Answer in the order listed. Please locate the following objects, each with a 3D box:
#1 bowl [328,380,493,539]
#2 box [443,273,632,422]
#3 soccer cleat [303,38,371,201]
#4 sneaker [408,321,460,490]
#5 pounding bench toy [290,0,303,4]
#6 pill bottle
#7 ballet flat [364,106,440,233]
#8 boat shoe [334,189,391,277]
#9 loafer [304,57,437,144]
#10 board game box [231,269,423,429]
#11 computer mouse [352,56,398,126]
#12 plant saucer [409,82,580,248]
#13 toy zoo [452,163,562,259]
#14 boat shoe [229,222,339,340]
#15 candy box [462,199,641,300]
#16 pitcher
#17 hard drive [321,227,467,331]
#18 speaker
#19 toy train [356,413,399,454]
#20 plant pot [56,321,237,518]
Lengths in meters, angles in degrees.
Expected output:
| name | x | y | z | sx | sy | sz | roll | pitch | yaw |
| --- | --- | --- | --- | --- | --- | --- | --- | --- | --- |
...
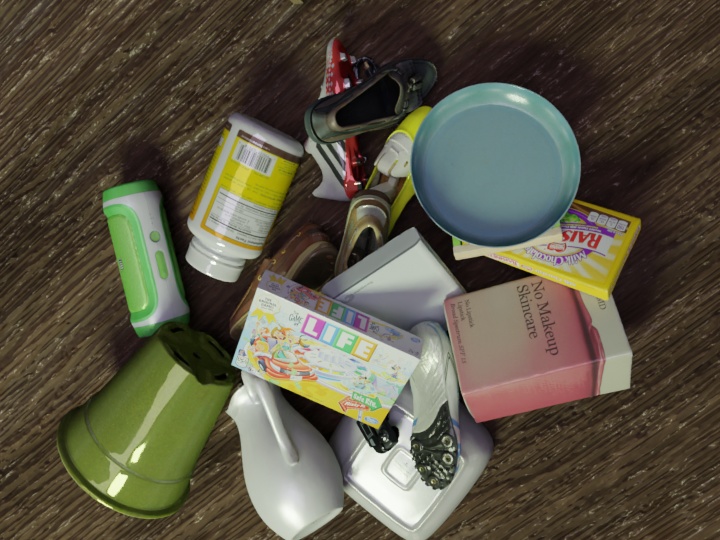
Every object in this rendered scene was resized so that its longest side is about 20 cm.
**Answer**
| name | x | y | z | sx | sy | sz | roll | pitch | yaw |
| --- | --- | --- | --- | --- | --- | --- | --- | --- | --- |
| bowl | 0.060 | 0.251 | 0.918 | 0.198 | 0.075 | 0.202 | 37 | 101 | 6 |
| box | 0.212 | 0.088 | 0.828 | 0.195 | 0.109 | 0.131 | -16 | 57 | 12 |
| soccer cleat | -0.038 | -0.191 | 0.887 | 0.083 | 0.069 | 0.206 | -2 | 103 | 21 |
| sneaker | 0.096 | 0.165 | 0.850 | 0.070 | 0.072 | 0.206 | -7 | 86 | 33 |
| pounding bench toy | -0.033 | -0.453 | 0.829 | 0.151 | 0.124 | 0.206 | -4 | 96 | 10 |
| pill bottle | -0.158 | -0.093 | 0.900 | 0.107 | 0.109 | 0.204 | 27 | 100 | 6 |
| ballet flat | 0.036 | -0.111 | 0.858 | 0.067 | 0.066 | 0.203 | 42 | 120 | 28 |
| boat shoe | 0.000 | 0.000 | 0.853 | 0.069 | 0.077 | 0.203 | 3 | 134 | 2 |
| loafer | 0.026 | -0.205 | 0.828 | 0.198 | 0.062 | 0.073 | -32 | 110 | -25 |
| board game box | -0.042 | 0.095 | 0.795 | 0.196 | 0.035 | 0.136 | 23 | 128 | -3 |
| computer mouse | 0.049 | -0.190 | 0.890 | 0.058 | 0.034 | 0.202 | -35 | 89 | 13 |
| plant saucer | 0.155 | -0.121 | 0.798 | 0.194 | 0.027 | 0.206 | -2 | 74 | 5 |
| toy zoo | 0.167 | -0.120 | 0.840 | 0.128 | 0.021 | 0.205 | -10 | 66 | 14 |
| boat shoe | -0.110 | 0.018 | 0.932 | 0.200 | 0.071 | 0.068 | -44 | 54 | 20 |
| candy box | 0.221 | -0.045 | 0.821 | 0.197 | 0.026 | 0.104 | 22 | 73 | 30 |
| pitcher | -0.101 | 0.226 | 0.871 | 0.119 | 0.173 | 0.202 | -25 | 67 | -17 |
| hard drive | 0.055 | 0.036 | 0.842 | 0.130 | 0.200 | 0.027 | -33 | 53 | 11 |
| speaker | -0.296 | -0.016 | 0.947 | 0.086 | 0.088 | 0.206 | -12 | 94 | 11 |
| toy train | -0.012 | 0.150 | 0.898 | 0.046 | 0.034 | 0.202 | -50 | 56 | 28 |
| plant pot | -0.261 | 0.179 | 0.900 | 0.199 | 0.200 | 0.191 | 39 | 103 | 4 |
